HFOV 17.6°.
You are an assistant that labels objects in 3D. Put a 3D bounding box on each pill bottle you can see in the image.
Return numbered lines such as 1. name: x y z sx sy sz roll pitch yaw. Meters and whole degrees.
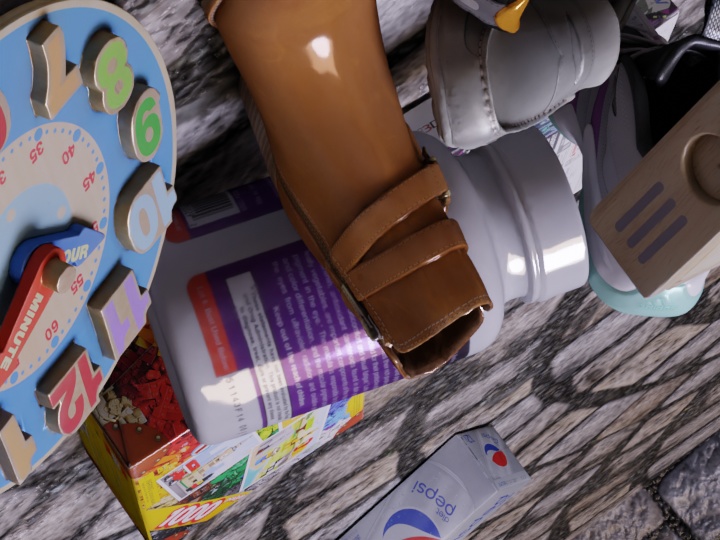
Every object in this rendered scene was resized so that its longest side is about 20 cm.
1. pill bottle: 0.000 0.000 1.097 0.200 0.112 0.111 -19 162 -8

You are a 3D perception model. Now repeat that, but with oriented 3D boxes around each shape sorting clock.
1. shape sorting clock: -0.124 -0.004 0.864 0.200 0.039 0.200 -52 155 -37

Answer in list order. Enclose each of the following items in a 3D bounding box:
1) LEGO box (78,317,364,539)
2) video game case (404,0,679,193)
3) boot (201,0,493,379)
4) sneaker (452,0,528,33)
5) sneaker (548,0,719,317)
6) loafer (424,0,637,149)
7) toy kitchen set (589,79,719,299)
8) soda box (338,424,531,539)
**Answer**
1. LEGO box: -0.076 0.063 1.264 0.149 0.077 0.200 -33 165 -11
2. video game case: 0.080 -0.067 1.295 0.181 0.036 0.200 -32 164 -15
3. boot: -0.001 -0.045 0.947 0.077 0.155 0.200 -23 163 -15
4. sneaker: 0.098 -0.161 0.977 0.200 0.077 0.078 -31 162 -24
5. sneaker: 0.143 -0.093 1.103 0.078 0.200 0.140 -1 144 -15
6. loafer: 0.077 -0.104 1.013 0.070 0.070 0.200 -2 -157 19
7. toy kitchen set: 0.099 -0.112 0.889 0.163 0.200 0.180 -23 162 -41
8. soda box: 0.052 0.221 2.046 0.200 0.063 0.068 -44 163 26
